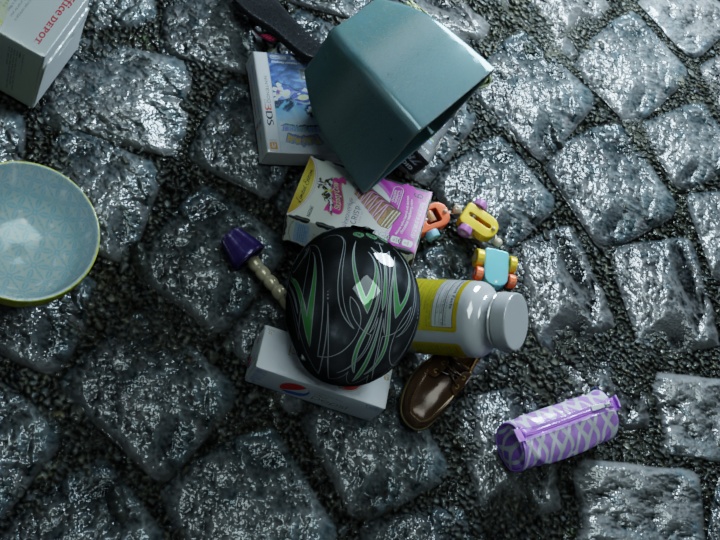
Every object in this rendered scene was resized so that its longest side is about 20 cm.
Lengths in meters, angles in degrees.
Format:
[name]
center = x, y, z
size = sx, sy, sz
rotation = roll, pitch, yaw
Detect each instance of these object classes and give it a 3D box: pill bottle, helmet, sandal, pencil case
[pill bottle]
center = 0.136, 0.069, 1.676
size = 0.111, 0.199, 0.112
rotation = -6, 97, -56
[helmet]
center = -0.010, 0.053, 1.580
size = 0.198, 0.201, 0.191
rotation = 6, 32, -20
[sandal]
center = -0.138, -0.390, 1.867
size = 0.200, 0.045, 0.075
rotation = 43, 47, 15
[pencil case]
center = 0.300, 0.240, 1.741
size = 0.199, 0.086, 0.084
rotation = -16, 72, -27

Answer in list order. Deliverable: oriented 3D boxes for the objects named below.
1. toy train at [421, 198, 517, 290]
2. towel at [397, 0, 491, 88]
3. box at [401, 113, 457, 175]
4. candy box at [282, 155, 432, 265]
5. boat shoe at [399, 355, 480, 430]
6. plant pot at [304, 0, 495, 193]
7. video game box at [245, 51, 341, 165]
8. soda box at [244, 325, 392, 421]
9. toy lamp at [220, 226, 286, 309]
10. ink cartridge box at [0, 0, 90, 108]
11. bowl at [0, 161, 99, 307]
[toy train]
center = 0.158, -0.033, 1.829
size = 0.150, 0.056, 0.201
rotation = -26, 78, -25
[towel]
center = 0.125, -0.371, 1.912
size = 0.200, 0.148, 0.037
rotation = 40, 90, -13
[box]
center = 0.063, -0.287, 1.871
size = 0.200, 0.050, 0.199
rotation = 41, 47, -14
[candy box]
center = -0.003, -0.083, 1.737
size = 0.198, 0.061, 0.137
rotation = 16, 49, 3
[boat shoe]
center = 0.127, 0.151, 1.720
size = 0.072, 0.068, 0.200
rotation = 41, 59, 0
[plant pot]
center = 0.036, -0.276, 1.697
size = 0.200, 0.196, 0.196
rotation = 48, 57, 1
[video game box]
center = -0.074, -0.255, 1.837
size = 0.198, 0.047, 0.184
rotation = -1, 69, -24
[soda box]
center = -0.058, 0.148, 1.649
size = 0.199, 0.064, 0.069
rotation = 20, 61, -13
[toy lamp]
center = -0.127, 0.022, 1.682
size = 0.058, 0.058, 0.200
rotation = -39, 84, -31
[ink cartridge box]
center = -0.509, -0.363, 1.650
size = 0.199, 0.145, 0.146
rotation = 30, 59, -6
[bowl]
center = -0.455, -0.033, 1.543
size = 0.199, 0.108, 0.202
rotation = 8, 64, -18
